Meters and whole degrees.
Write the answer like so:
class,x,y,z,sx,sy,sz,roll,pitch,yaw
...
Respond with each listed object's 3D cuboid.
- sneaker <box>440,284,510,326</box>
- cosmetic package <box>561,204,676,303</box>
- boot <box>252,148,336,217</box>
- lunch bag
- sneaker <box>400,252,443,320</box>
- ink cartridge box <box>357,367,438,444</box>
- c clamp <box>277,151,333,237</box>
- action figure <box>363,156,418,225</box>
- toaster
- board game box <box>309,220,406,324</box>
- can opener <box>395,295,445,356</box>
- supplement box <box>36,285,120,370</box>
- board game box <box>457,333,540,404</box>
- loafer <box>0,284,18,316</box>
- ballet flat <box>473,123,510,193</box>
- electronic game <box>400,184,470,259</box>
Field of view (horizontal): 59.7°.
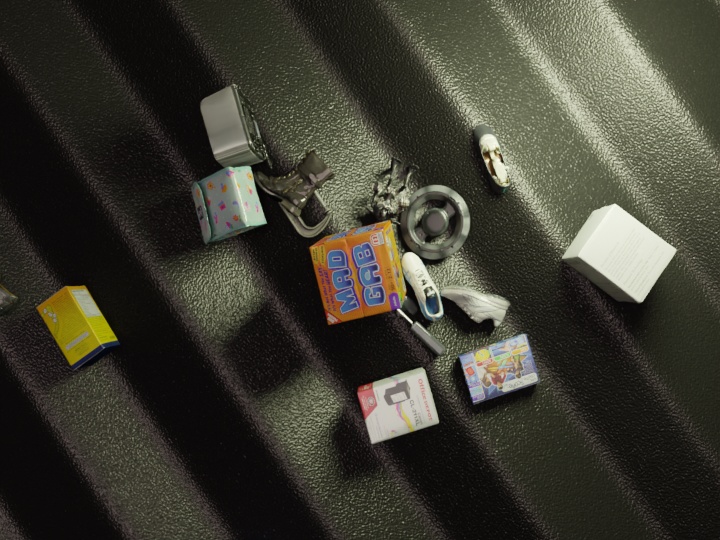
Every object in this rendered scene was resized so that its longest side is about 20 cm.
class,x,y,z,sx,sy,sz,roll,pitch,yaw
sneaker,0.310,0.095,1.721,0.194,0.075,0.090,18,95,3
cosmetic package,0.675,-0.042,1.656,0.198,0.167,0.168,36,91,3
boot,-0.183,-0.263,1.737,0.198,0.069,0.176,38,89,11
lunch bag,-0.380,-0.177,1.728,0.195,0.121,0.175,-15,92,28
sneaker,0.174,0.041,1.720,0.071,0.072,0.204,-26,92,-21
ink cartridge box,0.103,0.368,1.719,0.194,0.083,0.150,-18,88,3
c clamp,-0.145,-0.205,1.766,0.168,0.027,0.204,-30,88,2
action figure,0.081,-0.206,1.720,0.116,0.102,0.205,23,87,1
toaster,-0.336,-0.373,1.703,0.115,0.181,0.206,-17,88,5
board game box,0.000,0.000,1.645,0.194,0.200,0.206,-13,98,10
can opener,0.166,0.147,1.734,0.199,0.053,0.067,42,92,1
supplement box,-0.784,0.157,1.749,0.108,0.109,0.203,-33,87,2
board game box,0.382,0.272,1.731,0.194,0.034,0.139,-18,89,2
loafer,-1.058,0.030,1.788,0.072,0.073,0.202,-37,97,-7
ballet flat,0.366,-0.312,1.724,0.071,0.073,0.206,-18,88,2
electronic game,0.207,-0.134,1.741,0.193,0.042,0.207,0,91,11
